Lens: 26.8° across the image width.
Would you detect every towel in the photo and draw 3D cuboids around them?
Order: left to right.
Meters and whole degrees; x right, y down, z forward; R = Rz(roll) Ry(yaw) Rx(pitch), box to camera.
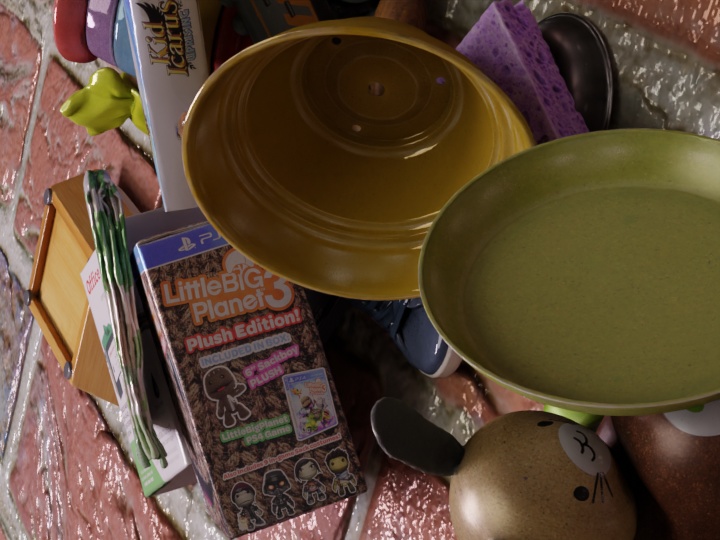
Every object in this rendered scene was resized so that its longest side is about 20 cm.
[{"bbox_3d":[-0.168,0.030,1.075,0.153,0.023,0.201,-150,49,-76],"label":"towel"}]

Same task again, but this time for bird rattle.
[{"bbox_3d":[-0.173,-0.200,1.296,0.163,0.112,0.201,-93,24,-69],"label":"bird rattle"}]

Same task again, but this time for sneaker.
[{"bbox_3d":[0.000,0.000,1.018,0.200,0.084,0.075,54,132,46],"label":"sneaker"}]

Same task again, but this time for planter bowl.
[{"bbox_3d":[0.005,-0.080,0.857,0.201,0.200,0.084,-53,19,43],"label":"planter bowl"}]

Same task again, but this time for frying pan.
[{"bbox_3d":[0.108,-0.061,0.903,0.115,0.031,0.191,-9,77,60],"label":"frying pan"}]

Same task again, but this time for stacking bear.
[{"bbox_3d":[-0.120,-0.189,1.148,0.114,0.199,0.122,-66,-10,-65],"label":"stacking bear"}]

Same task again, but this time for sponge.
[{"bbox_3d":[0.095,-0.041,0.872,0.112,0.030,0.201,-45,61,49],"label":"sponge"}]

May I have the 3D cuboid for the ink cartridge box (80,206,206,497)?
[{"bbox_3d":[-0.148,0.063,1.205,0.146,0.084,0.201,-42,65,62],"label":"ink cartridge box"}]

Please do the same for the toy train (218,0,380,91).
[{"bbox_3d":[-0.037,-0.191,1.008,0.201,0.114,0.085,63,-177,-24],"label":"toy train"}]

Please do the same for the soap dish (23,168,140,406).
[{"bbox_3d":[-0.251,0.013,1.438,0.200,0.081,0.158,47,127,51],"label":"soap dish"}]

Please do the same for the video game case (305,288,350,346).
[{"bbox_3d":[-0.074,-0.019,1.168,0.143,0.019,0.200,-58,48,39],"label":"video game case"}]

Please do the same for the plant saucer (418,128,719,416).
[{"bbox_3d":[0.128,0.003,0.730,0.200,0.199,0.031,54,162,46],"label":"plant saucer"}]

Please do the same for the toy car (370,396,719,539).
[{"bbox_3d":[0.104,0.100,0.726,0.158,0.199,0.165,-60,41,38],"label":"toy car"}]

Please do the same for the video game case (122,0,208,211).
[{"bbox_3d":[-0.130,-0.165,0.980,0.200,0.045,0.182,-111,11,-57],"label":"video game case"}]

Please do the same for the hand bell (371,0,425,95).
[{"bbox_3d":[0.033,-0.198,0.921,0.104,0.104,0.201,-1,77,59],"label":"hand bell"}]

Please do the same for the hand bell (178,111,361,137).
[{"bbox_3d":[-0.025,-0.082,0.948,0.104,0.199,0.105,-4,86,53],"label":"hand bell"}]

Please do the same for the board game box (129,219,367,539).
[{"bbox_3d":[-0.082,0.066,1.040,0.159,0.096,0.201,160,92,-79],"label":"board game box"}]
